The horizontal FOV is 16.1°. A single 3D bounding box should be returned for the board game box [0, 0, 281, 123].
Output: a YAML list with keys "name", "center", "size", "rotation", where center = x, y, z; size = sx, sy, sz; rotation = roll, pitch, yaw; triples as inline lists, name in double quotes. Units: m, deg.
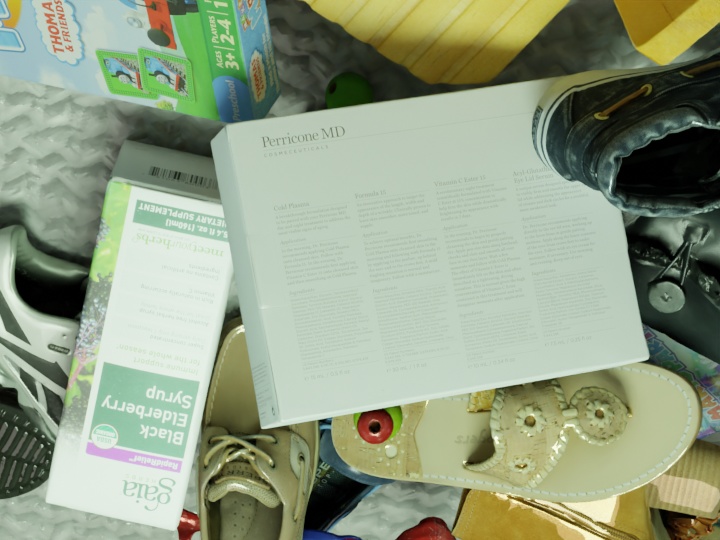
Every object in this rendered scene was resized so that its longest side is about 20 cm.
- name: "board game box"
  center: [-0.145, -0.156, 1.294]
  size: [0.199, 0.037, 0.152]
  rotation: [13, 138, 21]

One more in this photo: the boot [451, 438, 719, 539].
- name: "boot"
  center: [0.121, 0.168, 1.451]
  size: [0.143, 0.071, 0.203]
  rotation: [11, 110, 2]

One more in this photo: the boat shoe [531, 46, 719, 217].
- name: "boat shoe"
  center: [0.191, -0.071, 1.261]
  size: [0.199, 0.091, 0.071]
  rotation: [-14, 116, -16]

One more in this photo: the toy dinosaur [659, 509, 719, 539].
- name: "toy dinosaur"
  center: [0.157, 0.140, 1.541]
  size: [0.135, 0.103, 0.200]
  rotation: [26, 128, -31]

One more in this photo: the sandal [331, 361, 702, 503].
- name: "sandal"
  center: [0.074, 0.088, 1.366]
  size: [0.210, 0.078, 0.070]
  rotation: [-3, 177, 24]

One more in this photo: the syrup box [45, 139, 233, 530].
- name: "syrup box"
  center: [-0.119, 0.037, 1.431]
  size: [0.078, 0.082, 0.201]
  rotation: [12, 108, -4]

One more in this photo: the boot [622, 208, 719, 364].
- name: "boot"
  center: [0.146, 0.024, 1.402]
  size: [0.167, 0.077, 0.201]
  rotation: [25, 125, 4]

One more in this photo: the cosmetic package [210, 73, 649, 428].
- name: "cosmetic package"
  center: [0.035, -0.011, 1.288]
  size: [0.198, 0.152, 0.052]
  rotation: [-8, 176, -15]

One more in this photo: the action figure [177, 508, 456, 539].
- name: "action figure"
  center: [-0.012, 0.194, 1.549]
  size: [0.198, 0.066, 0.099]
  rotation: [0, 133, 7]

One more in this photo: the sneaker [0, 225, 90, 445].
- name: "sneaker"
  center: [-0.165, 0.049, 1.510]
  size: [0.088, 0.074, 0.200]
  rotation: [-26, 126, 34]

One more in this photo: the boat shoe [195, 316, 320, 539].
- name: "boat shoe"
  center: [-0.061, 0.122, 1.484]
  size: [0.071, 0.202, 0.065]
  rotation: [-4, 168, 6]

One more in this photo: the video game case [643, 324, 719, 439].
- name: "video game case"
  center: [0.213, 0.029, 1.462]
  size: [0.199, 0.018, 0.143]
  rotation: [-26, 126, 32]

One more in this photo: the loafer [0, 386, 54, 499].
- name: "loafer"
  center: [-0.278, 0.084, 1.579]
  size: [0.199, 0.071, 0.073]
  rotation: [18, 114, -27]

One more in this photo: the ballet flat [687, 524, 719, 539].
- name: "ballet flat"
  center: [0.174, 0.234, 1.642]
  size: [0.068, 0.063, 0.200]
  rotation: [25, 134, -14]

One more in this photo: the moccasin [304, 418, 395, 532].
- name: "moccasin"
  center: [0.008, 0.105, 1.539]
  size: [0.080, 0.068, 0.200]
  rotation: [20, 135, -10]

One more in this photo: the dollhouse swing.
- name: "dollhouse swing"
  center: [0.044, -0.152, 1.215]
  size: [0.199, 0.182, 0.176]
  rotation: [31, 113, -21]

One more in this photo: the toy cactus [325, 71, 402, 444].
- name: "toy cactus"
  center: [0.000, 0.000, 1.389]
  size: [0.102, 0.201, 0.165]
  rotation: [-17, 170, 8]
